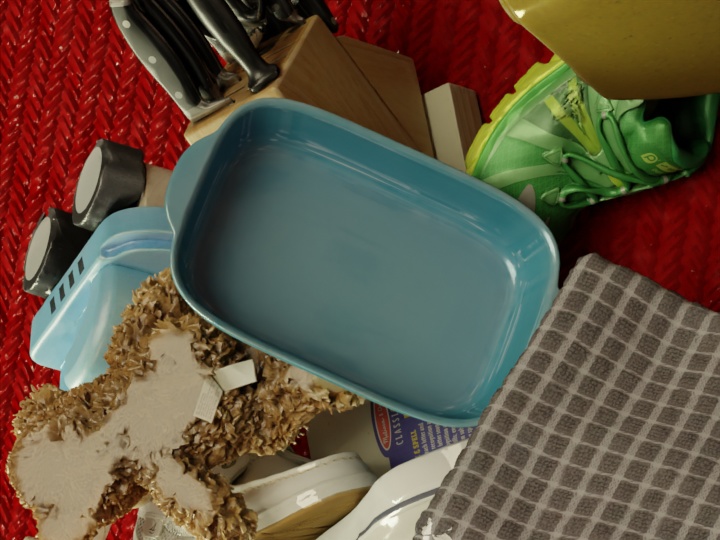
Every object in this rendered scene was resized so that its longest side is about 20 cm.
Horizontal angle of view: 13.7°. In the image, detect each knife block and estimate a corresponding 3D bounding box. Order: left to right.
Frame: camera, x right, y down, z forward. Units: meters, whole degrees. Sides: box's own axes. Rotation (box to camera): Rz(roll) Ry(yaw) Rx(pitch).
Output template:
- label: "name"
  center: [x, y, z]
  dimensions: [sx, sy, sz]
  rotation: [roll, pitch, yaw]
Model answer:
- label: "knife block"
  center: [-0.040, -0.066, 1.466]
  dimensions: [0.064, 0.175, 0.201]
  rotation: [-25, 68, 35]

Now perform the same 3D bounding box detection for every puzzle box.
- label: "puzzle box"
  center: [0.020, 0.021, 1.532]
  dimensions: [0.133, 0.025, 0.201]
  rotation: [-22, 69, 34]

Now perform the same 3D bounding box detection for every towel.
- label: "towel"
  center: [0.129, 0.095, 1.311]
  dimensions: [0.165, 0.086, 0.200]
  rotation: [16, 53, 23]

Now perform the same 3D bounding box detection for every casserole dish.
- label: "casserole dish"
  center: [0.000, 0.000, 1.410]
  dimensions: [0.039, 0.199, 0.122]
  rotation: [128, 164, -70]

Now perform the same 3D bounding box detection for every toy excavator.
- label: "toy excavator"
  center: [-0.129, 0.063, 1.556]
  dimensions: [0.195, 0.099, 0.201]
  rotation: [-50, 29, 44]

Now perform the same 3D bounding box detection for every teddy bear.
- label: "teddy bear"
  center: [-0.077, 0.064, 1.466]
  dimensions: [0.145, 0.067, 0.200]
  rotation: [44, 97, 20]

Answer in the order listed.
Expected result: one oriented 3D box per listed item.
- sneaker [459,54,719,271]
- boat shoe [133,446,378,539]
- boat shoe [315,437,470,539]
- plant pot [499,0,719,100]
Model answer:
- label: "sneaker"
  center: [0.118, -0.066, 1.435]
  dimensions: [0.200, 0.074, 0.084]
  rotation: [-54, 50, 19]
- label: "boat shoe"
  center: [-0.063, 0.112, 1.528]
  dimensions: [0.200, 0.071, 0.070]
  rotation: [-24, 72, 51]
- label: "boat shoe"
  center: [0.026, 0.139, 1.455]
  dimensions: [0.200, 0.072, 0.066]
  rotation: [-41, 65, 47]
- label: "plant pot"
  center: [0.145, -0.188, 1.329]
  dimensions: [0.200, 0.195, 0.195]
  rotation: [-34, 62, 15]
